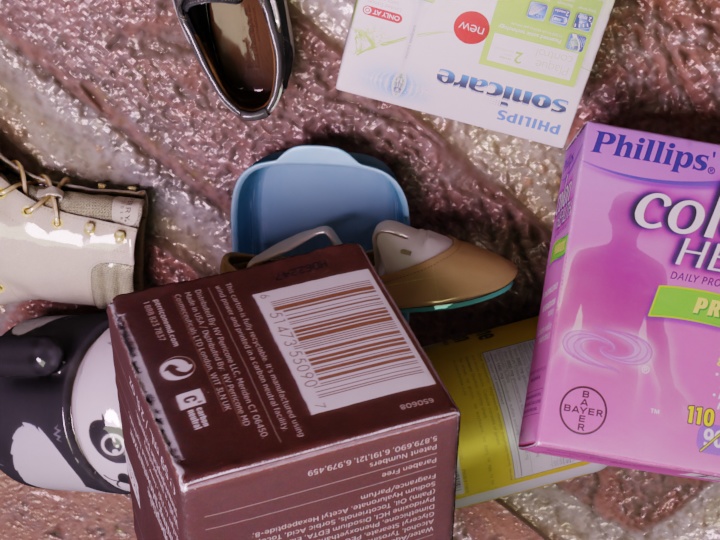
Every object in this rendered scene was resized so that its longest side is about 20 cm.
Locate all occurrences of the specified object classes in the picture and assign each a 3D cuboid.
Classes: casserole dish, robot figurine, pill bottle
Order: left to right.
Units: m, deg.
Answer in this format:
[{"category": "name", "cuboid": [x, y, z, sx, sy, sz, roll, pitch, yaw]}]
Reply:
[{"category": "robot figurine", "cuboid": [-0.185, 0.093, 1.134, 0.199, 0.150, 0.126, -3, 99, 40]}, {"category": "casserole dish", "cuboid": [-0.025, -0.005, 1.124, 0.120, 0.039, 0.201, 2, 125, 5]}, {"category": "pill bottle", "cuboid": [0.108, 0.092, 1.116, 0.199, 0.112, 0.113, -14, 123, -4]}]

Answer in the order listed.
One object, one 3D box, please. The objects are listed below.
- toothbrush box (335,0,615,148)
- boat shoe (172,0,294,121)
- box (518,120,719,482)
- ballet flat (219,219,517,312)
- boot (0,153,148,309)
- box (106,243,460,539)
[{"category": "toothbrush box", "cuboid": [0.080, -0.191, 0.960, 0.145, 0.086, 0.201, 15, 125, -3]}, {"category": "boat shoe", "cuboid": [-0.086, -0.187, 0.994, 0.071, 0.068, 0.201, -9, 121, 14]}, {"category": "box", "cuboid": [0.203, 0.027, 1.021, 0.175, 0.097, 0.201, 10, 82, 0]}, {"category": "ballet flat", "cuboid": [0.000, 0.000, 1.065, 0.199, 0.069, 0.063, -11, 108, 12]}, {"category": "boot", "cuboid": [-0.220, -0.053, 1.095, 0.153, 0.072, 0.201, 4, 130, 5]}, {"category": "box", "cuboid": [-0.047, 0.122, 0.987, 0.163, 0.166, 0.201, -13, 131, -17]}]
